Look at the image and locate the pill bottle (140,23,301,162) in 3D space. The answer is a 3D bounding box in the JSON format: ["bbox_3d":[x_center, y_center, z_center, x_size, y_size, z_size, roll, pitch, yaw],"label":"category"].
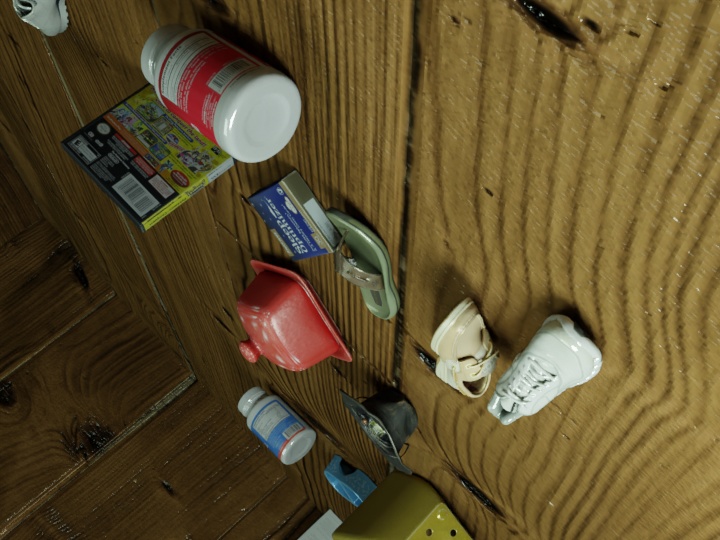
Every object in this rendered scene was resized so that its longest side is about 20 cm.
[{"bbox_3d":[-0.173,-0.219,1.006,0.200,0.112,0.112,37,156,32],"label":"pill bottle"}]

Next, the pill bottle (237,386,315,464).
[{"bbox_3d":[-0.216,0.385,2.127,0.200,0.112,0.112,39,157,30],"label":"pill bottle"}]

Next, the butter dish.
[{"bbox_3d":[-0.142,0.099,1.436,0.199,0.148,0.200,13,138,57],"label":"butter dish"}]

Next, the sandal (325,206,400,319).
[{"bbox_3d":[0.001,0.001,1.101,0.080,0.057,0.201,29,151,44],"label":"sandal"}]

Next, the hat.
[{"bbox_3d":[0.049,0.249,1.400,0.201,0.081,0.201,50,167,16],"label":"hat"}]

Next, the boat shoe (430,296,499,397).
[{"bbox_3d":[0.130,0.096,0.989,0.069,0.074,0.200,39,166,22],"label":"boat shoe"}]

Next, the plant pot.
[{"bbox_3d":[0.104,0.514,1.596,0.196,0.194,0.200,52,153,-6],"label":"plant pot"}]

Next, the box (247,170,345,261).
[{"bbox_3d":[-0.101,-0.073,1.225,0.121,0.032,0.200,54,160,-11],"label":"box"}]

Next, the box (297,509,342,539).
[{"bbox_3d":[-0.123,0.875,2.647,0.124,0.200,0.098,40,157,27],"label":"box"}]

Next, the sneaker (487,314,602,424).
[{"bbox_3d":[0.187,0.111,0.878,0.075,0.081,0.200,46,158,15],"label":"sneaker"}]

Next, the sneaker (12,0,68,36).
[{"bbox_3d":[-0.551,-0.451,1.434,0.076,0.080,0.200,49,161,-2],"label":"sneaker"}]

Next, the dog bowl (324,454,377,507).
[{"bbox_3d":[-0.019,0.522,2.044,0.200,0.050,0.112,18,142,56],"label":"dog bowl"}]

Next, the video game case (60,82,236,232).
[{"bbox_3d":[-0.320,-0.179,1.279,0.200,0.181,0.026,43,160,17],"label":"video game case"}]
